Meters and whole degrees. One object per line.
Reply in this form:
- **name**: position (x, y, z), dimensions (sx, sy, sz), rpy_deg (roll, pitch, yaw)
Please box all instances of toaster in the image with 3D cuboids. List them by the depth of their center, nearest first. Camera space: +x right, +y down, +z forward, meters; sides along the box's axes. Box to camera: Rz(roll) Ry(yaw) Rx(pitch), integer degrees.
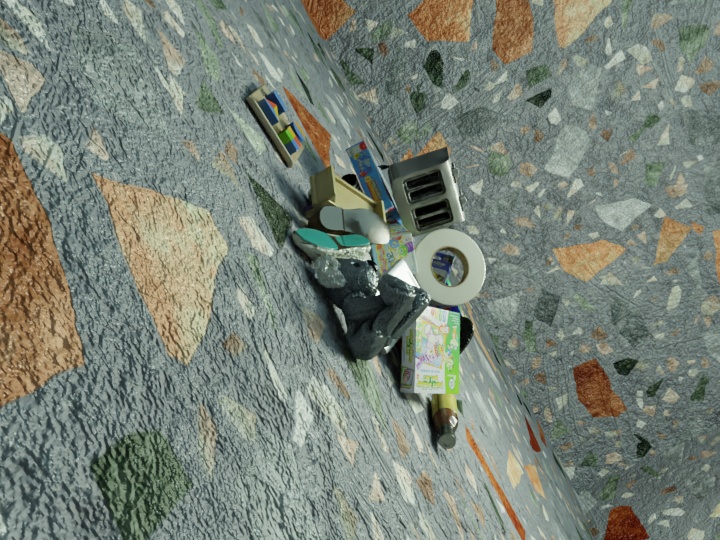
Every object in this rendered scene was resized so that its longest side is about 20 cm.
- **toaster**: position (0.166, -0.205, 1.774), dimensions (0.119, 0.199, 0.182), rpy_deg (-94, 167, -63)

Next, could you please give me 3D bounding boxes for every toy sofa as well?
- **toy sofa**: position (-0.037, -0.145, 1.544), dimensions (0.199, 0.097, 0.083), rpy_deg (28, 44, -44)

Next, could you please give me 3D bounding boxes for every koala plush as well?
- **koala plush**: position (-0.001, 0.052, 1.335), dimensions (0.200, 0.184, 0.177), rpy_deg (43, 7, 20)

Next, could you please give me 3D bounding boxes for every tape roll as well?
- **tape roll**: position (0.223, -0.007, 1.748), dimensions (0.204, 0.202, 0.037), rpy_deg (62, -19, 3)

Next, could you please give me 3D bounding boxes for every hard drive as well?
- **hard drive**: position (0.072, 0.079, 1.545), dimensions (0.200, 0.027, 0.132), rpy_deg (-44, 109, -44)

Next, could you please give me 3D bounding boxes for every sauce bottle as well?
- **sauce bottle**: position (0.203, 0.356, 1.631), dimensions (0.066, 0.066, 0.200), rpy_deg (58, 16, -15)

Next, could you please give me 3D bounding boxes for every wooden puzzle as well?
- **wooden puzzle**: position (-0.190, -0.353, 1.617), dimensions (0.186, 0.046, 0.200), rpy_deg (57, 13, -19)

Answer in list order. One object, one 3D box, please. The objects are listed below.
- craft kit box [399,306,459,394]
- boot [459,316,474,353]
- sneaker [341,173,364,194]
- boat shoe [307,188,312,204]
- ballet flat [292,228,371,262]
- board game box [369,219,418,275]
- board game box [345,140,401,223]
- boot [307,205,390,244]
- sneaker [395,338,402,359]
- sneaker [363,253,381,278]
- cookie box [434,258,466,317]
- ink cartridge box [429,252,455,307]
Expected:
- **craft kit box**: position (0.165, 0.186, 1.579), dimensions (0.199, 0.048, 0.199), rpy_deg (13, 78, -51)
- **boot**: position (0.226, 0.207, 1.748), dimensions (0.079, 0.212, 0.158), rpy_deg (42, 11, 21)
- **sneaker**: position (-0.012, -0.206, 1.842), dimensions (0.201, 0.075, 0.116), rpy_deg (-136, -152, -85)
- **boat shoe**: position (-0.054, -0.130, 1.633), dimensions (0.201, 0.072, 0.061), rpy_deg (37, 28, -48)
- **ballet flat**: position (-0.060, -0.040, 1.384), dimensions (0.199, 0.072, 0.072), rpy_deg (4, 53, -42)
- **board game box**: position (0.069, -0.054, 1.720), dimensions (0.200, 0.102, 0.106), rpy_deg (-119, -163, -74)
- **board game box**: position (0.041, -0.225, 1.834), dimensions (0.200, 0.056, 0.197), rpy_deg (36, 30, -76)
- **boot**: position (-0.024, -0.095, 1.495), dimensions (0.199, 0.075, 0.074), rpy_deg (11, 70, -33)
- **sneaker**: position (0.134, 0.167, 1.626), dimensions (0.201, 0.095, 0.079), rpy_deg (58, -23, -15)
- **sneaker**: position (0.000, 0.000, 1.552), dimensions (0.115, 0.075, 0.200), rpy_deg (60, 10, 1)
- **cookie box**: position (0.175, 0.096, 1.823), dimensions (0.075, 0.170, 0.201), rpy_deg (48, 19, -58)
- **ink cartridge box**: position (0.162, 0.030, 1.792), dimensions (0.201, 0.119, 0.042), rpy_deg (-66, 153, -18)
